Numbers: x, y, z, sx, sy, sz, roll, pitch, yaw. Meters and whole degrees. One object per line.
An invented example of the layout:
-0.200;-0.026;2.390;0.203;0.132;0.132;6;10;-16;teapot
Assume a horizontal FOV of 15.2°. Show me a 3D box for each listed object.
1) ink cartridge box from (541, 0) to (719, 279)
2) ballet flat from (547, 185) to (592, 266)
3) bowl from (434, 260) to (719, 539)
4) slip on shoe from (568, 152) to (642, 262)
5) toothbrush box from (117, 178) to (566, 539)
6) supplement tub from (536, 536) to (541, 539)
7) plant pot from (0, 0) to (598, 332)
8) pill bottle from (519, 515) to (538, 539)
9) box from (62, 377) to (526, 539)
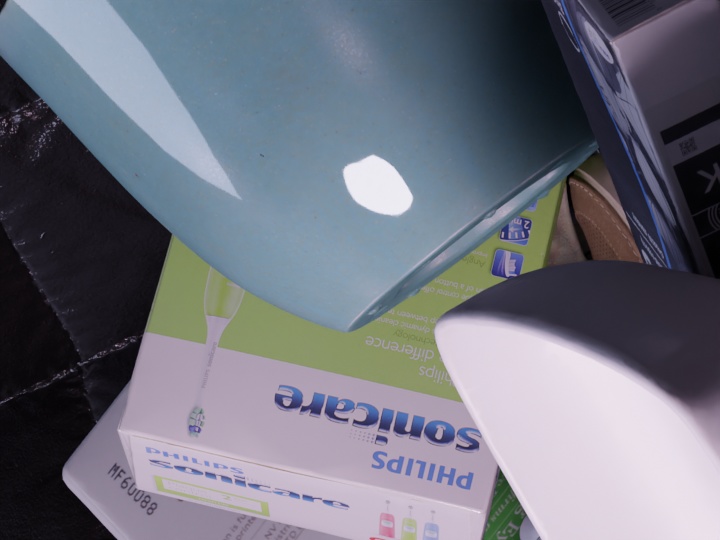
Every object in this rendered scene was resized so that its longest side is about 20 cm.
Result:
0.107;-0.021;0.842;0.200;0.039;0.099;63;179;-33;ink cartridge box
0.100;-0.002;1.220;0.067;0.062;0.200;57;-177;41;ballet flat
0.118;0.079;0.756;0.200;0.075;0.200;58;166;-15;bowl
0.125;0.050;1.096;0.200;0.061;0.076;63;179;0;slip on shoe
0.000;0.000;1.083;0.086;0.145;0.200;90;-167;-69;toothbrush box
0.103;0.142;1.035;0.107;0.200;0.107;21;-139;-20;supplement tub
-0.003;-0.077;0.968;0.161;0.201;0.201;52;178;4;plant pot
0.160;0.177;1.202;0.200;0.111;0.111;63;179;6;pill bottle
0.005;0.102;1.354;0.200;0.199;0.171;40;-176;39;box
